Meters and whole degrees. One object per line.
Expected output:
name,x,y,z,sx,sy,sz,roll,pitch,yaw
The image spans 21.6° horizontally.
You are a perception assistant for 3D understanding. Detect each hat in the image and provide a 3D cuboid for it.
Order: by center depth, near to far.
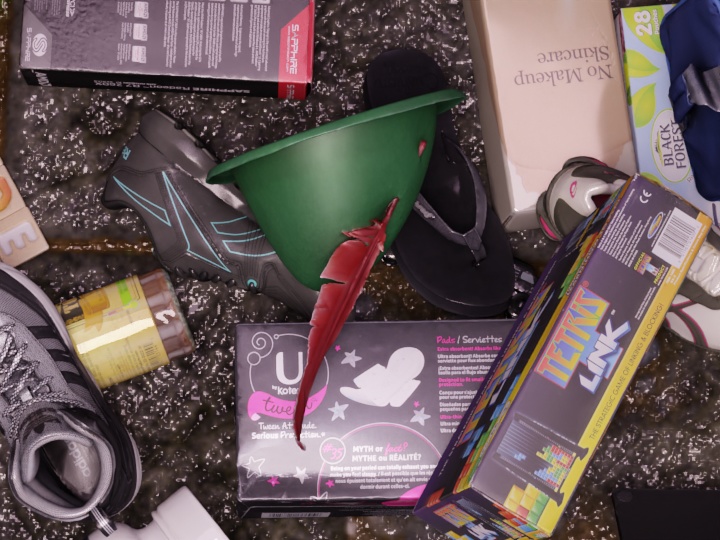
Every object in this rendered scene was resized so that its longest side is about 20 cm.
hat,0.000,0.000,1.178,0.199,0.166,0.177,-18,89,-21

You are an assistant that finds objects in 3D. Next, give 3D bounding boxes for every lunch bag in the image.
lunch bag,0.256,-0.115,1.160,0.131,0.200,0.137,-16,87,-1

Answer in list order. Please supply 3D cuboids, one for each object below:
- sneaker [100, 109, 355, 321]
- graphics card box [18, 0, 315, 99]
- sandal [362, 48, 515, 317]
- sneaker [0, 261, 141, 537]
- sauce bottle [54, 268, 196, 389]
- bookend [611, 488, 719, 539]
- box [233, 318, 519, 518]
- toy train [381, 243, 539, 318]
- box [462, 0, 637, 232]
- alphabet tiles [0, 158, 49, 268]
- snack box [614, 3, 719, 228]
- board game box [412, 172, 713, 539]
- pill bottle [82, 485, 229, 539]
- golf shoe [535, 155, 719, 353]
sneaker,-0.088,-0.018,1.267,0.200,0.075,0.079,42,91,12
graphics card box,-0.130,-0.186,1.293,0.198,0.051,0.127,2,82,-4
sandal,0.047,-0.061,1.264,0.076,0.043,0.201,-15,70,-17
sneaker,-0.202,0.075,1.158,0.075,0.114,0.201,-35,100,-1
sauce bottle,-0.210,0.060,1.244,0.199,0.065,0.065,-21,83,-8
bookend,0.206,0.279,1.208,0.091,0.200,0.201,1,37,-3
box,0.018,0.096,1.217,0.198,0.132,0.116,0,78,-4
toy train,0.037,-0.022,1.286,0.199,0.034,0.046,25,77,1
box,0.126,-0.134,1.285,0.094,0.078,0.202,-8,82,-5
alphabet tiles,-0.315,-0.032,1.282,0.166,0.008,0.201,-29,84,-7
snack box,0.263,-0.081,1.290,0.167,0.068,0.202,-4,81,-3
board game box,0.112,0.059,1.080,0.056,0.165,0.201,31,74,-3
pill bottle,-0.162,0.232,1.197,0.200,0.111,0.111,-40,85,-7
golf shoe,0.204,-0.001,1.198,0.199,0.088,0.078,28,90,-7
